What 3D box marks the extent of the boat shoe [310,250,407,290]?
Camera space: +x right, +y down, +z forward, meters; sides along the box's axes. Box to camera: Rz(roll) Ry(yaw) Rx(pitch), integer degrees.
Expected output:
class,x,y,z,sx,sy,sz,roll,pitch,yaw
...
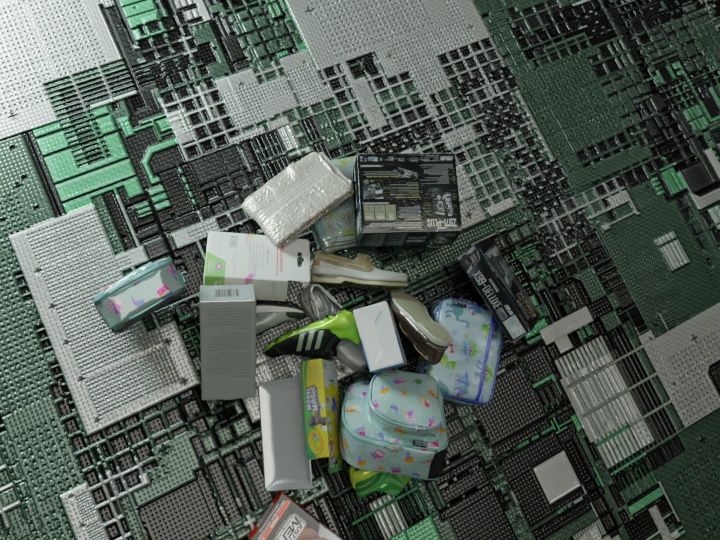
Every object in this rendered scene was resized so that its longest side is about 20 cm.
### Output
class,x,y,z,sx,sy,sz,roll,pitch,yaw
boat shoe,0.000,0.000,1.383,0.197,0.075,0.069,5,78,-8

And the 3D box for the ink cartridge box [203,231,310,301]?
class,x,y,z,sx,sy,sz,roll,pitch,yaw
ink cartridge box,-0.198,-0.006,1.327,0.197,0.068,0.118,4,49,-10

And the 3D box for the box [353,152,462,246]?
class,x,y,z,sx,sy,sz,roll,pitch,yaw
box,0.089,-0.138,1.348,0.197,0.086,0.166,-2,74,-7

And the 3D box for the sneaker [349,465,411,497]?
class,x,y,z,sx,sy,sz,roll,pitch,yaw
sneaker,0.069,0.380,1.319,0.197,0.074,0.085,-8,112,-21

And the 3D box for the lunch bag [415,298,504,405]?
class,x,y,z,sx,sy,sz,roll,pitch,yaw
lunch bag,0.205,0.164,1.386,0.159,0.082,0.203,19,75,-10

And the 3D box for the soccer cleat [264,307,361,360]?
class,x,y,z,sx,sy,sz,roll,pitch,yaw
soccer cleat,-0.092,0.139,1.301,0.198,0.067,0.082,-22,92,18

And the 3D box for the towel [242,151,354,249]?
class,x,y,z,sx,sy,sz,roll,pitch,yaw
towel,-0.121,-0.144,1.353,0.199,0.035,0.133,-38,63,-11

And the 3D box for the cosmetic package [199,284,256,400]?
class,x,y,z,sx,sy,sz,roll,pitch,yaw
cosmetic package,-0.241,0.131,1.251,0.100,0.071,0.203,0,112,-12

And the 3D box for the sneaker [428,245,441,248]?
class,x,y,z,sx,sy,sz,roll,pitch,yaw
sneaker,0.116,-0.134,1.438,0.077,0.080,0.201,-36,87,-17

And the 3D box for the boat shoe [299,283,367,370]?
class,x,y,z,sx,sy,sz,roll,pitch,yaw
boat shoe,-0.046,0.112,1.348,0.071,0.069,0.201,-40,92,-19

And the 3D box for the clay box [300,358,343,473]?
class,x,y,z,sx,sy,sz,roll,pitch,yaw
clay box,-0.070,0.272,1.280,0.047,0.115,0.203,-7,77,11

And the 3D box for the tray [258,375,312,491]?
class,x,y,z,sx,sy,sz,roll,pitch,yaw
tray,-0.138,0.306,1.289,0.106,0.022,0.203,-12,76,25

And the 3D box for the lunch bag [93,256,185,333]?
class,x,y,z,sx,sy,sz,roll,pitch,yaw
lunch bag,-0.390,0.041,1.231,0.159,0.200,0.078,-33,96,-16

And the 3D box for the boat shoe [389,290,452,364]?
class,x,y,z,sx,sy,sz,roll,pitch,yaw
boat shoe,0.107,0.106,1.344,0.071,0.200,0.060,5,115,-32

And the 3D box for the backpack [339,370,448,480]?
class,x,y,z,sx,sy,sz,roll,pitch,yaw
backpack,0.058,0.278,1.258,0.197,0.155,0.177,1,33,2

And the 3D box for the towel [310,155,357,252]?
class,x,y,z,sx,sy,sz,roll,pitch,yaw
towel,-0.030,-0.140,1.415,0.169,0.048,0.202,-11,68,-18

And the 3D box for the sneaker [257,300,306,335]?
class,x,y,z,sx,sy,sz,roll,pitch,yaw
sneaker,-0.202,0.098,1.328,0.197,0.074,0.081,-6,98,-13

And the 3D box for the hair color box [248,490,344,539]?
class,x,y,z,sx,sy,sz,roll,pitch,yaw
hair color box,-0.095,0.505,1.250,0.199,0.061,0.102,37,71,-2

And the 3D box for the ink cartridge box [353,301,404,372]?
class,x,y,z,sx,sy,sz,roll,pitch,yaw
ink cartridge box,0.041,0.132,1.309,0.066,0.200,0.117,-17,79,3

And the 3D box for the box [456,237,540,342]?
class,x,y,z,sx,sy,sz,roll,pitch,yaw
box,0.284,0.035,1.397,0.050,0.157,0.201,-35,84,23
